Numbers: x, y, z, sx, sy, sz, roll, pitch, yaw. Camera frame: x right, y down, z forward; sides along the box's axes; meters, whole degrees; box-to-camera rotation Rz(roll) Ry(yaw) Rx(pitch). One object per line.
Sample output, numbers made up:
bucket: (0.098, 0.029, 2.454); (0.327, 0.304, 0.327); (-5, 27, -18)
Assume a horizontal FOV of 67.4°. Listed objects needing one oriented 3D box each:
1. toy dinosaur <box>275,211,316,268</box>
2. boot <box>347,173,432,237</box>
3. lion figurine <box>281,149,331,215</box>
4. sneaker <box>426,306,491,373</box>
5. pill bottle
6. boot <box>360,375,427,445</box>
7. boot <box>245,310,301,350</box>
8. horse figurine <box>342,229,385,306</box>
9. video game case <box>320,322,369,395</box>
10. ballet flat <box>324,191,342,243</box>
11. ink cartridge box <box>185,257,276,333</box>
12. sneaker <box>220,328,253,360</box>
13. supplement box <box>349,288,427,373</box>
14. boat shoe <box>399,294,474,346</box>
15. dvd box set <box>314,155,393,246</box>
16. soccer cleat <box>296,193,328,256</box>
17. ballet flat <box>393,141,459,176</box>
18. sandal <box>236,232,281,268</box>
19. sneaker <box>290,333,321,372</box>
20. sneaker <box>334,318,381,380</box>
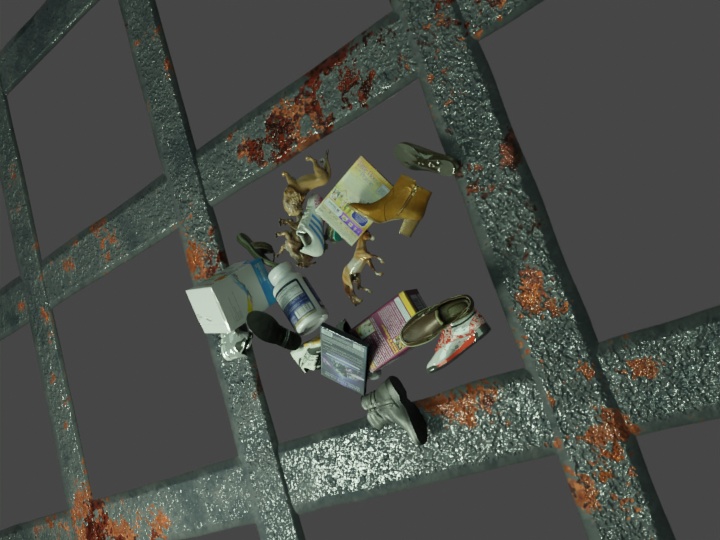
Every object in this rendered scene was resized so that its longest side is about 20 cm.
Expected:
toy dinosaur: (-0.176, -0.096, 1.593); (0.133, 0.086, 0.204); (11, 73, 6)
boot: (0.079, -0.190, 1.433); (0.198, 0.071, 0.146); (22, 96, -1)
lion figurine: (-0.149, -0.253, 1.551); (0.199, 0.072, 0.123); (-36, 61, 7)
sneaker: (0.226, 0.166, 1.375); (0.201, 0.067, 0.109); (-42, 70, 19)
pill bottle: (-0.187, 0.078, 1.581); (0.111, 0.110, 0.201); (-42, 70, 22)
boot: (0.090, 0.400, 1.457); (0.132, 0.069, 0.202); (-43, 59, 25)
boot: (-0.275, 0.171, 1.560); (0.173, 0.199, 0.070); (8, 65, 56)
horse figurine: (0.000, 0.000, 1.507); (0.133, 0.049, 0.202); (45, 117, 35)
video game case: (-0.044, 0.238, 1.436); (0.141, 0.019, 0.202); (22, 136, 21)
ballet flat: (-0.063, -0.182, 1.544); (0.075, 0.067, 0.204); (28, 106, 43)
ink cartridge box: (-0.379, 0.075, 1.602); (0.146, 0.199, 0.147); (-8, 110, 43)
sneaker: (-0.395, 0.183, 1.728); (0.113, 0.075, 0.204); (-8, 96, 24)
supplement box: (0.091, 0.159, 1.428); (0.199, 0.103, 0.132); (-37, 75, 23)
boat shoe: (0.181, 0.114, 1.299); (0.200, 0.075, 0.075); (-33, 76, 0)
dvd box set: (-0.010, -0.191, 1.483); (0.146, 0.029, 0.200); (41, 102, -5)
soccer cleat: (-0.143, -0.137, 1.545); (0.070, 0.085, 0.204); (-42, 49, 52)
ballet flat: (0.175, -0.295, 1.421); (0.198, 0.046, 0.068); (24, 132, 33)
sandal: (-0.309, -0.067, 1.673); (0.200, 0.080, 0.058); (39, 94, 24)
sneaker: (-0.125, 0.238, 1.548); (0.089, 0.075, 0.200); (59, 146, 4)
sneaker: (-0.011, 0.219, 1.498); (0.200, 0.074, 0.083); (43, 115, 23)
